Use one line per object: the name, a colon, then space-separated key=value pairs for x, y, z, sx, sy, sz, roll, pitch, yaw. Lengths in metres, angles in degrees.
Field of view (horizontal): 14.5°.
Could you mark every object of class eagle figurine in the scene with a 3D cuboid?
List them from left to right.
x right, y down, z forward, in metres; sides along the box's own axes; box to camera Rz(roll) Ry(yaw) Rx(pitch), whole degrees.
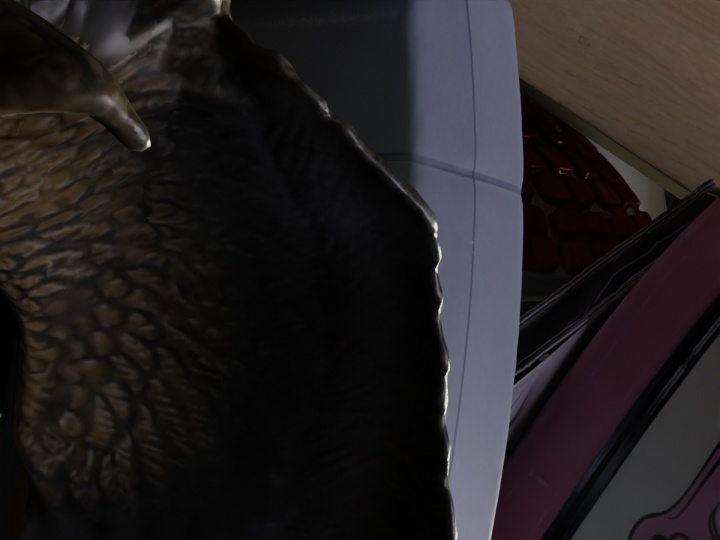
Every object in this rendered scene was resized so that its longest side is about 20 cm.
eagle figurine: x=-0.054 y=-0.020 z=0.484 sx=0.200 sy=0.150 sz=0.153 roll=55 pitch=48 yaw=-63

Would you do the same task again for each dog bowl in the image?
dog bowl: x=0.085 y=0.063 z=0.725 sx=0.200 sy=0.074 sz=0.200 roll=-50 pitch=164 yaw=-19

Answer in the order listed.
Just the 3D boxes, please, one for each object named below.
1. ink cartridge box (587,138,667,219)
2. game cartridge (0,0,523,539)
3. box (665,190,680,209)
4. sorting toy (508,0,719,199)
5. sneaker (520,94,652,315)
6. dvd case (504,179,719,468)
ink cartridge box: x=0.039 y=0.037 z=0.874 sx=0.116 sy=0.068 sz=0.201 roll=-22 pitch=112 yaw=-36
game cartridge: x=-0.026 y=0.037 z=0.589 sx=0.040 sy=0.133 sz=0.201 roll=16 pitch=81 yaw=-44
box: x=0.180 y=-0.021 z=0.979 sx=0.200 sy=0.130 sz=0.199 roll=-57 pitch=-177 yaw=-22
sorting toy: x=0.147 y=-0.096 z=0.819 sx=0.199 sy=0.199 sz=0.070 roll=-60 pitch=-163 yaw=-7
sneaker: x=0.000 y=0.000 z=0.760 sx=0.199 sy=0.078 sz=0.082 roll=-8 pitch=143 yaw=-39
dvd case: x=0.022 y=0.064 z=0.702 sx=0.200 sy=0.016 sz=0.149 roll=-31 pitch=154 yaw=-57
